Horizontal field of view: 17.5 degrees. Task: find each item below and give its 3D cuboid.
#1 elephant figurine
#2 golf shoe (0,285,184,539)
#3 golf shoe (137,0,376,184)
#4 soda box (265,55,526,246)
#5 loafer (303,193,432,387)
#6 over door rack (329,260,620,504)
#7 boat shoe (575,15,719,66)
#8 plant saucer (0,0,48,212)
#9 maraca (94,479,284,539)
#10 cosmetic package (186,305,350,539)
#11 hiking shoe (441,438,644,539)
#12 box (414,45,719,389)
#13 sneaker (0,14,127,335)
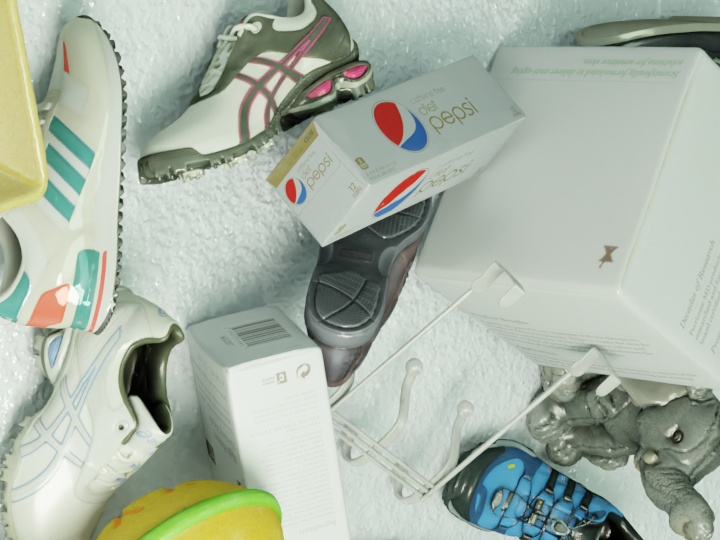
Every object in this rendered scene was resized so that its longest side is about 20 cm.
[{"bbox_3d":[0.241,0.115,1.815,0.141,0.199,0.156,5,96,-44],"label":"elephant figurine"},{"bbox_3d":[-0.168,0.110,1.491,0.078,0.097,0.201,4,99,-55],"label":"golf shoe"},{"bbox_3d":[-0.082,-0.119,1.554,0.200,0.077,0.088,-33,103,-39],"label":"golf shoe"},{"bbox_3d":[0.027,-0.085,1.616,0.200,0.064,0.068,-27,162,-50],"label":"soda box"},{"bbox_3d":[0.000,0.000,1.629,0.200,0.071,0.063,-67,170,-49],"label":"loafer"},{"bbox_3d":[0.065,0.076,1.677,0.199,0.067,0.148,-33,134,20],"label":"over door rack"},{"bbox_3d":[0.243,-0.167,1.842,0.199,0.072,0.063,-10,104,-47],"label":"boat shoe"},{"bbox_3d":[-0.292,-0.113,1.348,0.199,0.048,0.201,-21,114,-32],"label":"plant saucer"},{"bbox_3d":[-0.133,0.204,1.485,0.199,0.107,0.138,-28,146,-23],"label":"maraca"},{"bbox_3d":[-0.059,0.135,1.592,0.074,0.102,0.201,-13,110,-16],"label":"cosmetic package"},{"bbox_3d":[0.149,0.185,1.818,0.199,0.087,0.075,20,93,-44],"label":"hiking shoe"},{"bbox_3d":[0.187,-0.041,1.722,0.171,0.198,0.201,34,70,-42],"label":"box"},{"bbox_3d":[-0.197,-0.061,1.446,0.093,0.070,0.201,2,86,-17],"label":"sneaker"}]
